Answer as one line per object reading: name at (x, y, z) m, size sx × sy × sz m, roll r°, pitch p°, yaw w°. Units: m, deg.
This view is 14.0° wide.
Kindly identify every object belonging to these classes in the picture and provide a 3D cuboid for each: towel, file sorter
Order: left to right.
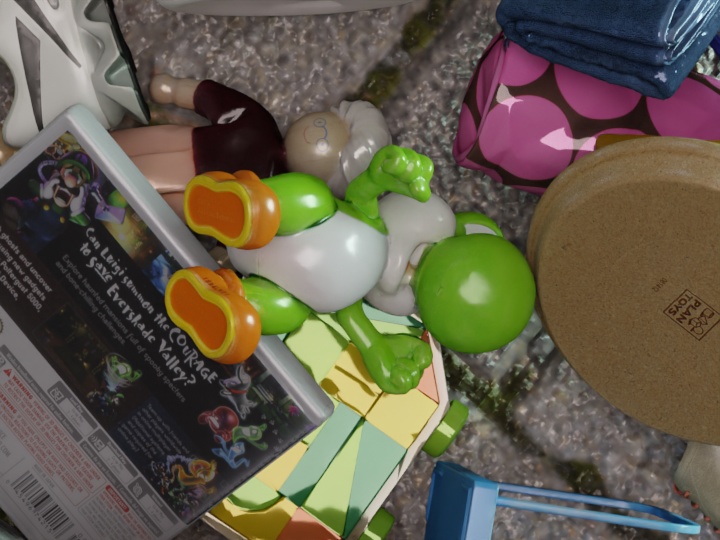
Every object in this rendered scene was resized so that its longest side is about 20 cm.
file sorter at (0.089, 0.209, 1.482) m, size 0.123 × 0.139 × 0.200 m, roll 10°, pitch 89°, yaw -6°
towel at (0.155, -0.185, 1.457) m, size 0.112 × 0.049 × 0.200 m, roll 19°, pitch 68°, yaw 32°

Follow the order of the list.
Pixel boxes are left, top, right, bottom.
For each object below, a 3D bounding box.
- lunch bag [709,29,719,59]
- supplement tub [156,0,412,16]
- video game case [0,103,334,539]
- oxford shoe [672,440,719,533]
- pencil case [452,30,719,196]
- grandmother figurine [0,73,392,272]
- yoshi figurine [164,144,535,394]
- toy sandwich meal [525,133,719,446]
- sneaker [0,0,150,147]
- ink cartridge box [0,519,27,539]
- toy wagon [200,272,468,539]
lunch bag at (0.246, -0.146, 1.475) m, size 0.161 × 0.082 × 0.200 m, roll -30°, pitch 52°, yaw -3°
supplement tub at (-0.039, -0.233, 1.472) m, size 0.145 × 0.145 × 0.200 m, roll -2°, pitch 90°, yaw -3°
video game case at (-0.140, 0.045, 1.482) m, size 0.182 × 0.023 × 0.200 m, roll -38°, pitch 93°, yaw 26°
oxford shoe at (0.202, 0.119, 1.528) m, size 0.075 × 0.070 × 0.200 m, roll -10°, pitch 83°, yaw 9°
pencil case at (0.153, -0.069, 1.515) m, size 0.200 × 0.091 × 0.094 m, roll 20°, pitch 57°, yaw -4°
grandmother figurine at (-0.082, -0.049, 1.508) m, size 0.200 × 0.061 × 0.121 m, roll -10°, pitch 80°, yaw -1°
yoshi figurine at (0.011, 0.001, 1.432) m, size 0.200 × 0.112 × 0.112 m, roll -1°, pitch 66°, yaw -43°
toy sandwich meal at (0.181, 0.002, 1.454) m, size 0.205 × 0.205 × 0.070 m, roll 38°, pitch 44°, yaw -2°
sneaker at (-0.177, -0.156, 1.492) m, size 0.088 × 0.074 × 0.200 m, roll -18°, pitch 76°, yaw 3°
ink cartridge box at (-0.240, 0.212, 1.453) m, size 0.050 × 0.162 × 0.200 m, roll 30°, pitch 89°, yaw 0°
toy wagon at (-0.020, 0.050, 1.525) m, size 0.155 × 0.040 × 0.200 m, roll 35°, pitch 88°, yaw -2°
